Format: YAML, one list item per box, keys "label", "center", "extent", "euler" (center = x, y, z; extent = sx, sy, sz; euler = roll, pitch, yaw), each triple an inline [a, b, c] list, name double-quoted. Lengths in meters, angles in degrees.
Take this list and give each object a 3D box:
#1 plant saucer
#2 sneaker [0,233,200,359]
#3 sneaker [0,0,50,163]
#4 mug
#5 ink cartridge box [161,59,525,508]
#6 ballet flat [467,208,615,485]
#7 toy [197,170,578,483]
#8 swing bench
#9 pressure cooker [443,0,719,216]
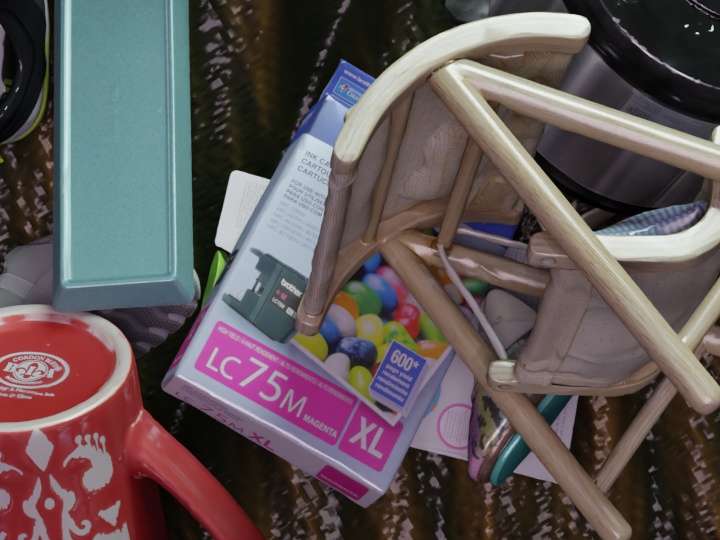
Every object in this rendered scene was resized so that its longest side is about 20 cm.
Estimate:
- label: "plant saucer"
  center: [-0.119, -0.077, 1.365]
  extent: [0.070, 0.019, 0.200]
  euler: [-4, 66, 4]
- label: "sneaker"
  center: [-0.165, 0.029, 1.417]
  extent: [0.200, 0.082, 0.075]
  euler: [-31, 136, 19]
- label: "sneaker"
  center: [-0.190, -0.154, 1.374]
  extent: [0.072, 0.083, 0.200]
  euler: [-10, 98, 4]
- label: "mug"
  center: [-0.134, 0.123, 1.359]
  extent: [0.177, 0.134, 0.200]
  euler: [-11, 123, -10]
- label: "ink cartridge box"
  center: [0.000, 0.000, 1.358]
  extent: [0.119, 0.042, 0.200]
  euler: [30, 68, -7]
- label: "ballet flat"
  center: [0.105, 0.020, 1.373]
  extent: [0.071, 0.069, 0.200]
  euler: [42, 73, 12]
- label: "toy"
  center: [0.014, 0.031, 1.401]
  extent: [0.200, 0.047, 0.115]
  euler: [15, 77, -13]
- label: "swing bench"
  center: [0.086, -0.006, 1.239]
  extent: [0.200, 0.199, 0.130]
  euler: [35, 69, 7]
- label: "pressure cooker"
  center: [0.145, -0.120, 1.307]
  extent: [0.178, 0.200, 0.176]
  euler: [-29, 80, -20]
